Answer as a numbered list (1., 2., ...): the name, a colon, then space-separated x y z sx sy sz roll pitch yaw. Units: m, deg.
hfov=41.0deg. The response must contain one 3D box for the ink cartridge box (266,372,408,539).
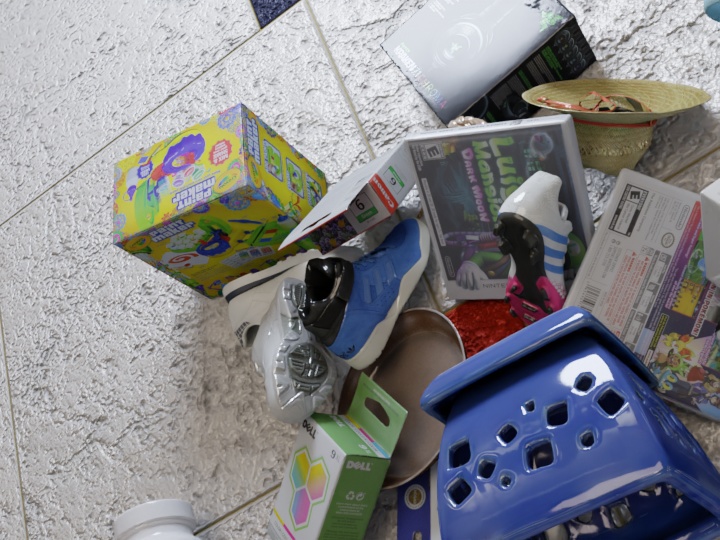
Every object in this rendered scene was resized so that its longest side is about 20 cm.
1. ink cartridge box: -0.029 0.215 1.014 0.104 0.059 0.201 35 109 58

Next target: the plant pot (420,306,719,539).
1. plant pot: 0.178 0.156 0.832 0.199 0.200 0.181 -32 50 20

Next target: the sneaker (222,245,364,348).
1. sneaker: -0.076 0.028 1.185 0.199 0.076 0.081 -24 70 26

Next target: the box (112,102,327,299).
1. box: -0.170 -0.078 1.206 0.199 0.192 0.123 -20 59 23

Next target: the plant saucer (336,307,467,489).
1. plant saucer: 0.049 0.139 1.041 0.200 0.032 0.201 -33 44 38

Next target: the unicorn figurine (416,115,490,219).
1. unicorn figurine: 0.132 -0.120 1.085 0.137 0.200 0.074 14 61 13

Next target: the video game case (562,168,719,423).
1. video game case: 0.302 0.021 0.934 0.181 0.023 0.201 23 81 16

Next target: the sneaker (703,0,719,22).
1. sneaker: 0.417 -0.224 0.974 0.200 0.079 0.131 28 84 38

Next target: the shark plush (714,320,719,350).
1. shark plush: 0.374 0.122 0.847 0.091 0.083 0.201 142 140 -61

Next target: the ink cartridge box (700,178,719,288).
1. ink cartridge box: 0.402 -0.068 0.860 0.199 0.116 0.067 -34 44 -11

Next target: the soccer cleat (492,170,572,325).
1. soccer cleat: 0.185 -0.015 0.964 0.070 0.200 0.086 25 65 30

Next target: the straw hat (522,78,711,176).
1. straw hat: 0.263 -0.144 1.016 0.200 0.201 0.086 13 114 36

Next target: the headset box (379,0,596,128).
1. headset box: 0.155 -0.265 1.149 0.200 0.093 0.174 -40 54 10

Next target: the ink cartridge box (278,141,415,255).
1. ink cartridge box: -0.006 -0.072 1.106 0.109 0.050 0.200 -29 15 32

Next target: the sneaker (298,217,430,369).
1. sneaker: 0.001 0.000 1.089 0.077 0.111 0.201 -17 41 57

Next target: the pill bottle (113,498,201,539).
1. pill bottle: -0.216 0.369 1.081 0.116 0.116 0.201 -31 56 17

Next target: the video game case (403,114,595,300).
1. video game case: 0.152 -0.058 1.010 0.181 0.201 0.023 -2 29 31

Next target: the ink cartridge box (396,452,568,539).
1. ink cartridge box: 0.115 0.279 0.960 0.199 0.041 0.201 -12 63 27

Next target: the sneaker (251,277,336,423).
1. sneaker: -0.083 0.105 1.086 0.099 0.078 0.201 -49 24 31
